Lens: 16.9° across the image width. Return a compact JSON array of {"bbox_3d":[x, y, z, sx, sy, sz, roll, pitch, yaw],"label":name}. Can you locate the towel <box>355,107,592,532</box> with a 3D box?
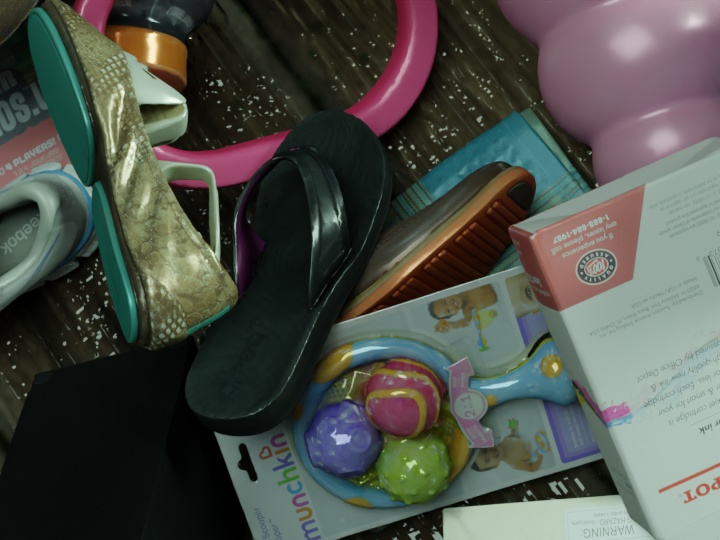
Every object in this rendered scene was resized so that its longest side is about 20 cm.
[{"bbox_3d":[0.049,0.024,1.270,0.200,0.022,0.147,-37,68,5],"label":"towel"}]

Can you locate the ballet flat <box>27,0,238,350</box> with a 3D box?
[{"bbox_3d":[-0.110,-0.052,1.198,0.065,0.071,0.200,-13,67,-17],"label":"ballet flat"}]

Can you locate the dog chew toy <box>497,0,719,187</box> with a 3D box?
[{"bbox_3d":[0.139,-0.117,1.234,0.124,0.125,0.200,-17,80,10],"label":"dog chew toy"}]

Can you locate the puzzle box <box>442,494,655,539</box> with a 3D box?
[{"bbox_3d":[0.141,0.178,1.198,0.200,0.025,0.133,-5,73,14],"label":"puzzle box"}]

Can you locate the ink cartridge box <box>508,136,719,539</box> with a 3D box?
[{"bbox_3d":[0.164,0.050,1.160,0.116,0.067,0.200,-23,96,-4],"label":"ink cartridge box"}]

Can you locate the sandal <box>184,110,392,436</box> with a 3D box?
[{"bbox_3d":[-0.036,-0.011,1.200,0.075,0.048,0.201,-2,50,26],"label":"sandal"}]

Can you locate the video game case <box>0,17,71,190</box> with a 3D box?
[{"bbox_3d":[-0.228,-0.115,1.385,0.143,0.017,0.200,-29,69,7],"label":"video game case"}]

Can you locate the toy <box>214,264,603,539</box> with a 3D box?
[{"bbox_3d":[0.029,0.075,1.202,0.200,0.047,0.115,-19,110,0],"label":"toy"}]

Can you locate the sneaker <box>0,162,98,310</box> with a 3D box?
[{"bbox_3d":[-0.229,0.014,1.306,0.200,0.087,0.075,-44,85,6],"label":"sneaker"}]

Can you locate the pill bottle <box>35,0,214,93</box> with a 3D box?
[{"bbox_3d":[-0.133,-0.193,1.333,0.106,0.106,0.200,-6,75,14],"label":"pill bottle"}]

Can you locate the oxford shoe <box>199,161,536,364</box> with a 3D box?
[{"bbox_3d":[0.000,0.000,1.243,0.200,0.071,0.073,-38,64,6],"label":"oxford shoe"}]

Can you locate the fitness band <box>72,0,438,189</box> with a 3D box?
[{"bbox_3d":[-0.055,-0.121,1.276,0.200,0.037,0.144,-16,100,-14],"label":"fitness band"}]

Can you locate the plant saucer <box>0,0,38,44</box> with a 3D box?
[{"bbox_3d":[-0.229,-0.200,1.264,0.200,0.034,0.201,-7,78,34],"label":"plant saucer"}]

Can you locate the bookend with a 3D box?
[{"bbox_3d":[-0.107,0.173,1.220,0.092,0.199,0.200,-14,28,12],"label":"bookend"}]
